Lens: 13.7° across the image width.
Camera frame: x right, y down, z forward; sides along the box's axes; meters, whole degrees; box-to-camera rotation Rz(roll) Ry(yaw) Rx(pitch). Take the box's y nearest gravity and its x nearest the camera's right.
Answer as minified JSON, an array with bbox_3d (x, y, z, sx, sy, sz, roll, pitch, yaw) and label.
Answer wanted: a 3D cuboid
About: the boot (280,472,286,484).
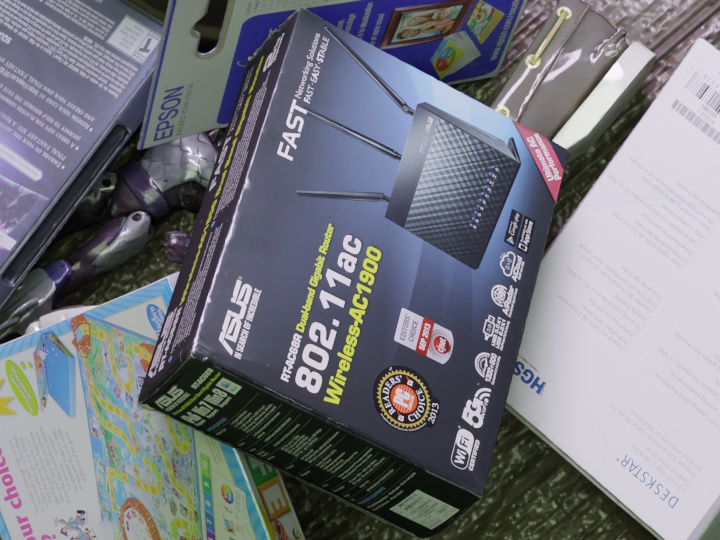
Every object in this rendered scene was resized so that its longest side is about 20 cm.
[{"bbox_3d":[-0.045,0.117,1.464,0.175,0.066,0.201,-1,68,9],"label":"boot"}]

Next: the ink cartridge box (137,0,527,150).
[{"bbox_3d":[-0.007,-0.143,1.415,0.199,0.198,0.043,-14,63,-20],"label":"ink cartridge box"}]

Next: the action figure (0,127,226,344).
[{"bbox_3d":[-0.121,-0.030,1.505,0.200,0.069,0.130,-36,61,-2],"label":"action figure"}]

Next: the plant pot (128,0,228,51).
[{"bbox_3d":[-0.066,-0.216,1.467,0.199,0.174,0.201,-1,85,6],"label":"plant pot"}]

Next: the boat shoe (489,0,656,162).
[{"bbox_3d":[0.061,-0.050,1.494,0.060,0.072,0.202,42,84,8],"label":"boat shoe"}]

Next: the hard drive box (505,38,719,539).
[{"bbox_3d":[0.171,0.018,1.432,0.156,0.077,0.200,41,100,31],"label":"hard drive box"}]

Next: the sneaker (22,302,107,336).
[{"bbox_3d":[-0.060,0.057,1.433,0.199,0.079,0.089,-8,78,9],"label":"sneaker"}]

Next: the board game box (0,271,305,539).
[{"bbox_3d":[-0.100,0.115,1.386,0.134,0.034,0.201,-21,90,24],"label":"board game box"}]

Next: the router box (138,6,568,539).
[{"bbox_3d":[0.000,0.000,1.358,0.150,0.062,0.200,26,56,-16],"label":"router box"}]

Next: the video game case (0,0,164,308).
[{"bbox_3d":[-0.184,-0.059,1.495,0.200,0.019,0.143,-54,44,-3],"label":"video game case"}]
